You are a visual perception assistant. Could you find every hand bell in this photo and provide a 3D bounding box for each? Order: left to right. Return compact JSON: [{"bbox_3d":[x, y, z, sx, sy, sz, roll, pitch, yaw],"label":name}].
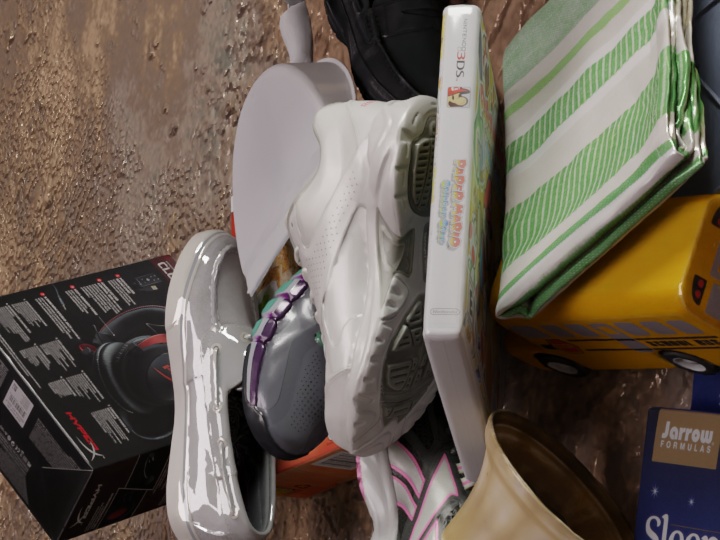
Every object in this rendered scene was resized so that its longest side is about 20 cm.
[{"bbox_3d":[0.038,0.178,1.203,0.200,0.104,0.104,-47,41,15],"label":"hand bell"}]

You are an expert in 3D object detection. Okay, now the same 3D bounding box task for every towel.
[{"bbox_3d":[0.114,-0.084,1.159,0.153,0.023,0.201,-46,29,39],"label":"towel"}]

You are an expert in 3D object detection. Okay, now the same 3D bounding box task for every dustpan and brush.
[{"bbox_3d":[-0.040,-0.099,1.431,0.140,0.057,0.201,-55,41,43],"label":"dustpan and brush"}]

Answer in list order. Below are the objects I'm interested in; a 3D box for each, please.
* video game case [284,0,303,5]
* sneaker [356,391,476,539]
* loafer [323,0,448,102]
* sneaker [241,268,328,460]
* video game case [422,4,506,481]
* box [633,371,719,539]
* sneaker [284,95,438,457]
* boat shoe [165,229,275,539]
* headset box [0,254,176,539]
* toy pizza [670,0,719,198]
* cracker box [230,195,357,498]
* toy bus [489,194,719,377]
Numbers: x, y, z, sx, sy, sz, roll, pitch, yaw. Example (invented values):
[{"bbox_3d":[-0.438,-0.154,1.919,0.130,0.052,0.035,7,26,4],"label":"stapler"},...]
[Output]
[{"bbox_3d":[0.000,-0.276,1.462,0.142,0.018,0.201,-25,52,24],"label":"video game case"},{"bbox_3d":[0.049,0.140,1.303,0.086,0.080,0.201,-10,57,20],"label":"sneaker"},{"bbox_3d":[0.026,-0.146,1.407,0.201,0.068,0.071,-117,38,-51],"label":"loafer"},{"bbox_3d":[0.002,0.018,1.342,0.087,0.074,0.201,-16,40,50],"label":"sneaker"},{"bbox_3d":[0.059,-0.009,1.219,0.200,0.023,0.184,70,-158,-63],"label":"video game case"},{"bbox_3d":[0.176,0.136,1.113,0.121,0.032,0.202,1,82,60],"label":"box"},{"bbox_3d":[0.000,0.000,1.293,0.099,0.078,0.202,11,96,39],"label":"sneaker"},{"bbox_3d":[-0.078,0.071,1.423,0.068,0.072,0.202,-10,66,36],"label":"boat shoe"},{"bbox_3d":[-0.152,0.077,1.520,0.149,0.199,0.075,48,129,23],"label":"headset box"},{"bbox_3d":[0.167,-0.115,1.194,0.200,0.031,0.202,-20,66,56],"label":"toy pizza"},{"bbox_3d":[-0.026,0.030,1.461,0.134,0.057,0.202,-29,58,53],"label":"cracker box"},{"bbox_3d":[0.131,0.009,1.163,0.199,0.078,0.066,-5,63,59],"label":"toy bus"}]
